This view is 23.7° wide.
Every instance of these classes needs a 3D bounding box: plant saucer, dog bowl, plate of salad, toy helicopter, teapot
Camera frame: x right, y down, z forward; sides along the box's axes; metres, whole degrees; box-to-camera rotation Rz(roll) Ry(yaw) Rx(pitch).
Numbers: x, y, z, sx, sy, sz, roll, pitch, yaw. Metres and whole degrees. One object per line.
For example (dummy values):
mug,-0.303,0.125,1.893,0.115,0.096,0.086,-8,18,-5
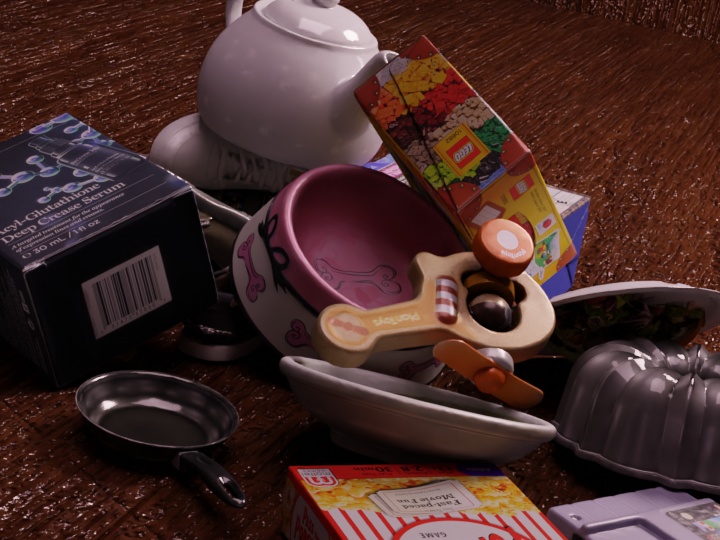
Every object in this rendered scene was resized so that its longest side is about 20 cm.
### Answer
plant saucer,0.035,0.107,1.196,0.199,0.051,0.200,15,1,0
dog bowl,0.000,0.000,1.365,0.199,0.074,0.201,18,43,-17
plate of salad,0.209,0.052,1.402,0.198,0.048,0.200,-4,-16,-1
toy helicopter,0.057,0.045,1.254,0.199,0.079,0.133,-9,58,-30
teapot,-0.054,-0.192,1.591,0.199,0.147,0.198,18,21,3

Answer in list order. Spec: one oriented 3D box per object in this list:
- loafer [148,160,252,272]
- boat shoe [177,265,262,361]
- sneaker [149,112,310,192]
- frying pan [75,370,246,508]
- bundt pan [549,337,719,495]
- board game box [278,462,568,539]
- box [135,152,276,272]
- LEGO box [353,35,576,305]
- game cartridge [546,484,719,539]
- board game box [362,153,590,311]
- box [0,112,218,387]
loafer,-0.162,-0.042,1.473,0.199,0.070,0.075,27,-5,-17
boat shoe,-0.088,0.018,1.422,0.073,0.061,0.200,18,20,22
sneaker,-0.091,-0.101,1.617,0.199,0.074,0.115,-5,21,-43
frying pan,-0.114,0.115,1.169,0.189,0.031,0.115,27,25,33
bundt pan,0.246,0.102,1.287,0.200,0.076,0.202,9,9,-2
board game box,0.054,0.182,1.037,0.150,0.047,0.200,1,20,-24
box,-0.158,-0.054,1.629,0.159,0.045,0.200,10,19,-3
LEGO box,0.090,-0.079,1.425,0.149,0.077,0.200,51,-1,28
game cartridge,0.229,0.198,1.108,0.129,0.039,0.200,-9,26,-35
board game box,0.095,-0.035,1.621,0.199,0.098,0.159,17,19,20
box,-0.229,-0.022,1.323,0.148,0.108,0.200,-29,36,-27
